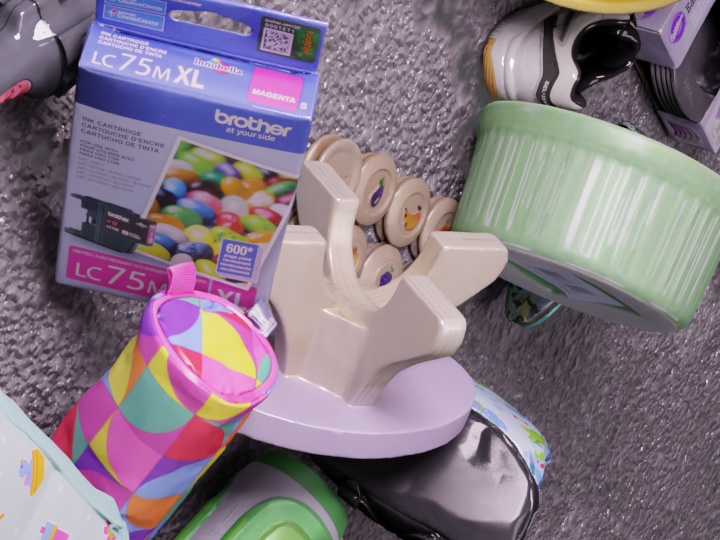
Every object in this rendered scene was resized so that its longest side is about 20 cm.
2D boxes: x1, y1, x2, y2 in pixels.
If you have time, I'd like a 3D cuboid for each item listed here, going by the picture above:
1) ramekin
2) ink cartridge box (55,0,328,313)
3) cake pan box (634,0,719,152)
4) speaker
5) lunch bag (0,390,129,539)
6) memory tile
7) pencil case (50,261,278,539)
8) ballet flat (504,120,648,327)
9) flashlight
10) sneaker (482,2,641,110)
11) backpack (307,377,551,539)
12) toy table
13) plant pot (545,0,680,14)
[{"bbox_3d":[0.160,-0.032,1.263,0.200,0.199,0.098,32,78,-56],"label":"ramekin"},{"bbox_3d":[-0.090,-0.055,0.927,0.201,0.118,0.042,107,-6,-46],"label":"ink cartridge box"},{"bbox_3d":[0.290,-0.221,1.479,0.201,0.052,0.184,-58,143,-15],"label":"cake pan box"},{"bbox_3d":[-0.096,0.210,1.151,0.200,0.088,0.089,-47,141,-28],"label":"speaker"},{"bbox_3d":[-0.222,0.151,0.887,0.200,0.122,0.171,-40,140,-8],"label":"lunch bag"},{"bbox_3d":[0.000,0.000,1.228,0.200,0.017,0.154,25,87,-56],"label":"memory tile"},{"bbox_3d":[-0.122,0.092,0.987,0.088,0.089,0.200,-11,147,-51],"label":"pencil case"},{"bbox_3d":[0.163,-0.043,1.401,0.200,0.074,0.075,-48,141,-30],"label":"ballet flat"},{"bbox_3d":[-0.202,-0.071,0.872,0.200,0.067,0.068,-44,114,-38],"label":"flashlight"},{"bbox_3d":[0.175,-0.178,1.311,0.200,0.087,0.076,-48,140,-29],"label":"sneaker"},{"bbox_3d":[0.060,0.135,1.254,0.154,0.162,0.200,-57,165,-16],"label":"backpack"},{"bbox_3d":[-0.003,0.028,1.094,0.199,0.184,0.118,-6,127,-43],"label":"toy table"},{"bbox_3d":[0.165,-0.300,1.151,0.190,0.199,0.201,-65,149,-31],"label":"plant pot"}]
